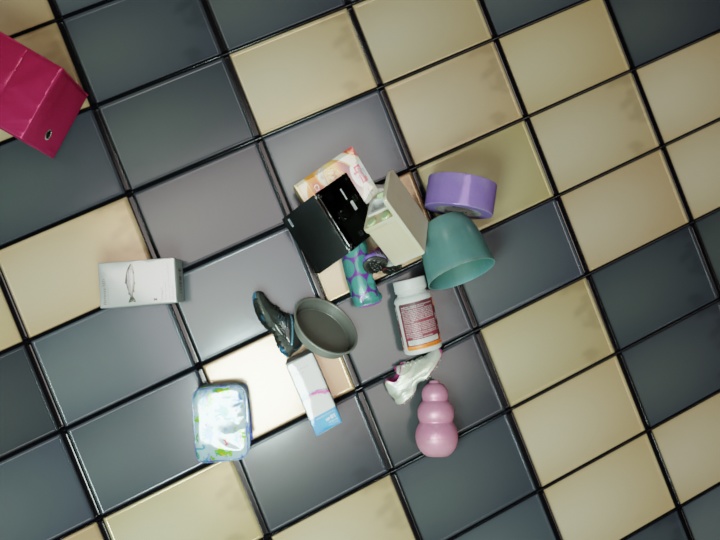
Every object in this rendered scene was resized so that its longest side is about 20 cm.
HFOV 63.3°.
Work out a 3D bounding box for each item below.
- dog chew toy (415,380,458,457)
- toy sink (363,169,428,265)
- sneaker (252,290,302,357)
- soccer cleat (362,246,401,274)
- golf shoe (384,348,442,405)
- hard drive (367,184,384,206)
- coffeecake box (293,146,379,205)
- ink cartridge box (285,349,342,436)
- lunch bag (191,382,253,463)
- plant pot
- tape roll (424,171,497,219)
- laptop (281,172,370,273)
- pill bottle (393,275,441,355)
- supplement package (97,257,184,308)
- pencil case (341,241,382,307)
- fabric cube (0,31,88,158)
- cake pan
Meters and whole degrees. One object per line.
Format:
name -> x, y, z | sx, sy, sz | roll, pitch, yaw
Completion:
dog chew toy -> 0.213, 0.415, 1.649 | 0.120, 0.125, 0.208 | 0, 80, -7
toy sink -> 0.084, -0.138, 1.556 | 0.110, 0.133, 0.201 | -21, 127, 29
sneaker -> -0.230, 0.138, 1.628 | 0.081, 0.073, 0.203 | -35, 98, -24
soccer cleat -> 0.052, -0.035, 1.613 | 0.067, 0.198, 0.075 | -30, 75, 23
golf shoe -> 0.151, 0.284, 1.665 | 0.091, 0.075, 0.200 | 43, 82, -1
hard drive -> 0.018, -0.180, 1.687 | 0.192, 0.026, 0.137 | 0, 88, -8
coffeecake box -> -0.066, -0.219, 1.625 | 0.197, 0.073, 0.156 | -34, 93, -8
ink cartridge box -> -0.129, 0.324, 1.588 | 0.083, 0.144, 0.205 | -25, 91, -7
lunch bag -> -0.372, 0.411, 1.584 | 0.155, 0.082, 0.208 | -5, 89, -7
plant pot -> 0.258, -0.063, 1.635 | 0.194, 0.202, 0.166 | -15, 71, -8
tape roll -> 0.280, -0.207, 1.635 | 0.193, 0.200, 0.088 | 9, 87, -7
laptop -> -0.077, -0.128, 1.581 | 0.199, 0.102, 0.180 | -39, 99, -33
pill bottle -> 0.157, 0.125, 1.650 | 0.110, 0.114, 0.207 | -12, 90, -8
supplement package -> -0.578, 0.034, 1.552 | 0.192, 0.117, 0.122 | -5, 89, -7
pencil case -> 0.000, 0.000, 1.647 | 0.090, 0.085, 0.207 | -14, 88, -27
fabric cube -> -0.857, -0.443, 1.493 | 0.196, 0.196, 0.204 | 28, 83, -5
cake pan -> -0.099, 0.159, 1.590 | 0.197, 0.202, 0.037 | 32, 121, -6
